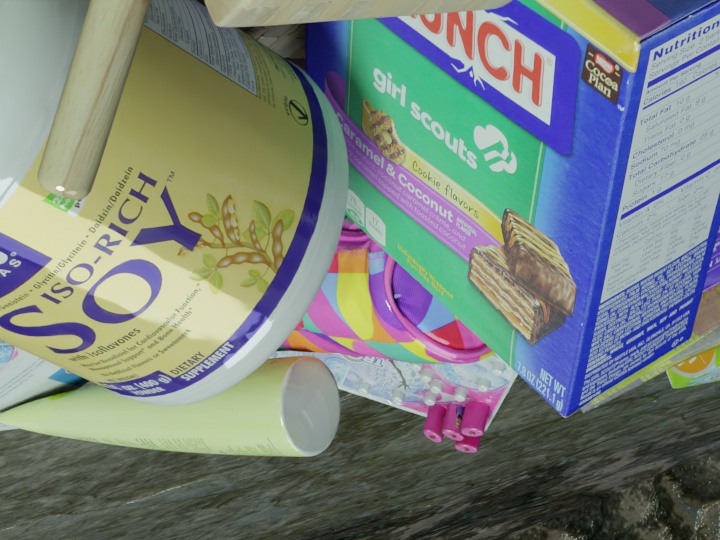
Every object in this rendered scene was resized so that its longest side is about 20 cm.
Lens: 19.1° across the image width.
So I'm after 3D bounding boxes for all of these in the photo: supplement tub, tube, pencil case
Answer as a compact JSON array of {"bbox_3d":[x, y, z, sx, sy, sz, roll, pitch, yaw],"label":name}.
[{"bbox_3d":[-0.116,-0.048,0.771,0.145,0.146,0.199,-28,141,32],"label":"supplement tub"},{"bbox_3d":[-0.103,0.073,1.130,0.199,0.052,0.058,-5,136,38],"label":"tube"},{"bbox_3d":[0.000,0.000,1.036,0.088,0.089,0.200,-10,-177,-29],"label":"pencil case"}]

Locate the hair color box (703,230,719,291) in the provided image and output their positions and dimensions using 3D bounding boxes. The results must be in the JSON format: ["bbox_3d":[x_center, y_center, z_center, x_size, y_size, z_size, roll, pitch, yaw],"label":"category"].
[{"bbox_3d":[0.114,-0.085,0.908,0.065,0.109,0.201,-26,141,-27],"label":"hair color box"}]

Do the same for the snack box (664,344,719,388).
[{"bbox_3d":[0.184,-0.061,1.074,0.053,0.201,0.142,-7,161,-44],"label":"snack box"}]

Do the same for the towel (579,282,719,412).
[{"bbox_3d":[0.117,-0.037,1.081,0.023,0.201,0.143,-16,167,-41],"label":"towel"}]

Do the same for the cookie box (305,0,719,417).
[{"bbox_3d":[0.057,-0.073,0.800,0.075,0.171,0.201,-31,147,-27],"label":"cookie box"}]

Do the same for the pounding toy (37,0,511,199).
[{"bbox_3d":[-0.008,-0.147,0.556,0.141,0.185,0.200,-8,162,-34],"label":"pounding toy"}]

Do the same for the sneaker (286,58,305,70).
[{"bbox_3d":[-0.039,-0.050,1.001,0.199,0.116,0.076,-20,165,6],"label":"sneaker"}]

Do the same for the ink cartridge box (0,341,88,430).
[{"bbox_3d":[-0.232,0.031,1.118,0.199,0.085,0.144,-5,160,-47],"label":"ink cartridge box"}]

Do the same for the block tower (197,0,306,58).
[{"bbox_3d":[0.006,-0.124,0.911,0.199,0.058,0.054,-1,157,-46],"label":"block tower"}]

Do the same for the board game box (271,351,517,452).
[{"bbox_3d":[0.001,0.024,1.217,0.199,0.026,0.200,18,146,-3],"label":"board game box"}]
